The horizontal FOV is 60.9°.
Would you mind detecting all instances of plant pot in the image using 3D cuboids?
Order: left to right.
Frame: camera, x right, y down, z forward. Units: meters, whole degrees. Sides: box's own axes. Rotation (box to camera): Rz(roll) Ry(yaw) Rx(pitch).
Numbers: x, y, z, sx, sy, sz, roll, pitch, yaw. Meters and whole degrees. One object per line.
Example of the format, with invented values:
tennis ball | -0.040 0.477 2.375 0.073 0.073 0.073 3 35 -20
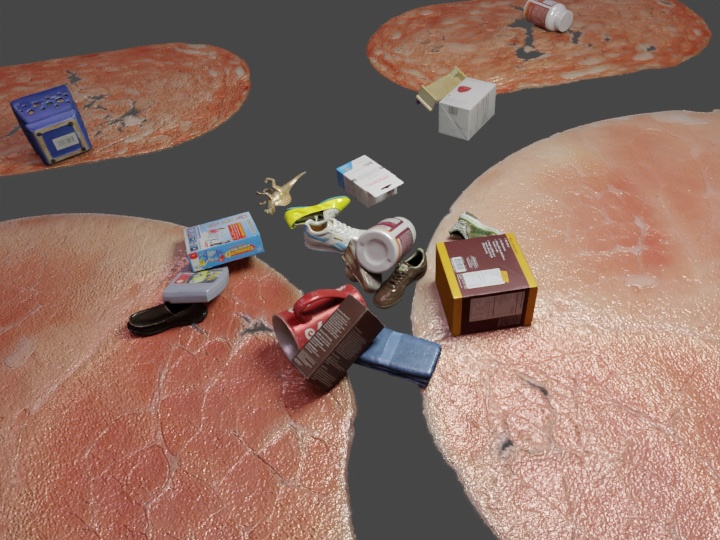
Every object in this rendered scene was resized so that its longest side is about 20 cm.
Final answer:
plant pot | -1.061 -0.495 2.133 0.199 0.200 0.180 -27 55 -21

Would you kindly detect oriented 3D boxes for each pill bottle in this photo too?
pill bottle | 0.072 -0.073 1.593 0.114 0.115 0.200 13 20 18
pill bottle | 0.803 -1.093 2.618 0.112 0.113 0.200 -27 48 -21

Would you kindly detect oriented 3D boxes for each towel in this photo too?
towel | 0.081 0.191 1.409 0.199 0.049 0.112 14 49 20

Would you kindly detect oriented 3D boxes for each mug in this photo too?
mug | -0.083 0.116 1.427 0.199 0.177 0.134 -25 84 -26

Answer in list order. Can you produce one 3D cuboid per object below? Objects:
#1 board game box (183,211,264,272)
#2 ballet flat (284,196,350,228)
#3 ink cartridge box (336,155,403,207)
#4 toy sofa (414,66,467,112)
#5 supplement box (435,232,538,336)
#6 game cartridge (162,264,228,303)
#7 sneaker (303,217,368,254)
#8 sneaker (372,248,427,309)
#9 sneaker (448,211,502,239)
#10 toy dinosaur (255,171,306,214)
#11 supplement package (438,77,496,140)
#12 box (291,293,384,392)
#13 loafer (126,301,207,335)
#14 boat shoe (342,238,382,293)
board game box | -0.382 -0.083 1.693 0.195 0.056 0.200 -17 27 -12
ballet flat | -0.123 -0.162 1.794 0.199 0.067 0.067 -12 65 -3
ink cartridge box | 0.030 -0.264 1.870 0.116 0.067 0.200 -29 48 -23
toy sofa | 0.299 -0.656 2.252 0.200 0.098 0.083 -35 76 -28
supplement box | 0.299 0.030 1.492 0.199 0.133 0.198 -8 43 -2
game cartridge | -0.413 0.031 1.582 0.132 0.041 0.200 1 21 2
sneaker | -0.061 -0.098 1.699 0.199 0.081 0.077 2 43 6
sneaker | 0.099 0.014 1.570 0.070 0.076 0.200 26 52 29
sneaker | 0.318 -0.078 1.660 0.089 0.077 0.200 -38 46 -13
toy dinosaur | -0.255 -0.241 1.898 0.101 0.058 0.200 27 59 11
supplement package | 0.366 -0.556 2.100 0.121 0.120 0.200 22 50 27
box | -0.048 0.161 1.361 0.200 0.100 0.075 -47 52 -4
loafer | -0.490 0.103 1.540 0.199 0.072 0.073 -14 44 -9
boat shoe | 0.000 0.000 1.603 0.076 0.072 0.200 26 25 -29
